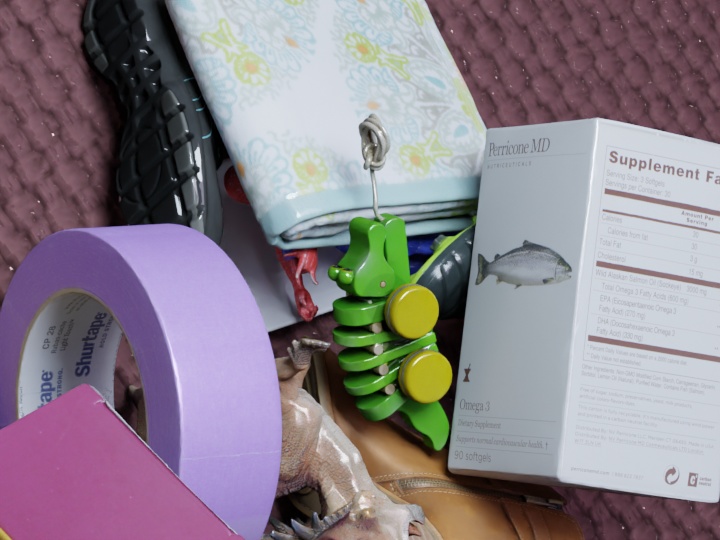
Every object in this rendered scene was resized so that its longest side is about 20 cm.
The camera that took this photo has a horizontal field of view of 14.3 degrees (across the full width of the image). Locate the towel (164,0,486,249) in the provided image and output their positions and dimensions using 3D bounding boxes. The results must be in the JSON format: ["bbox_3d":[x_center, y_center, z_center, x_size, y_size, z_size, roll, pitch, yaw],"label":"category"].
[{"bbox_3d":[-0.011,-0.098,1.694,0.199,0.048,0.172,-6,62,-45],"label":"towel"}]

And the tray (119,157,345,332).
[{"bbox_3d":[-0.054,-0.019,1.738,0.199,0.022,0.108,-18,86,-38],"label":"tray"}]

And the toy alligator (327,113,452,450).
[{"bbox_3d":[0.006,0.015,1.608,0.054,0.059,0.201,-21,110,-23],"label":"toy alligator"}]

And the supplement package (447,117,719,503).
[{"bbox_3d":[0.136,0.024,1.623,0.117,0.117,0.201,10,84,-30],"label":"supplement package"}]

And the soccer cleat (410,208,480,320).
[{"bbox_3d":[0.108,0.002,1.708,0.199,0.068,0.081,-15,56,-46],"label":"soccer cleat"}]

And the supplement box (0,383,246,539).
[{"bbox_3d":[-0.149,0.179,1.429,0.131,0.200,0.103,43,47,21],"label":"supplement box"}]

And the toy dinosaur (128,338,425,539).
[{"bbox_3d":[-0.065,0.104,1.587,0.086,0.199,0.136,13,83,-61],"label":"toy dinosaur"}]

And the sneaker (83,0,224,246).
[{"bbox_3d":[-0.101,-0.090,1.679,0.079,0.075,0.201,11,55,-41],"label":"sneaker"}]

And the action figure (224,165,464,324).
[{"bbox_3d":[0.000,0.000,1.713,0.199,0.065,0.099,26,52,-27],"label":"action figure"}]

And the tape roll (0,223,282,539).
[{"bbox_3d":[-0.124,0.076,1.542,0.065,0.200,0.201,-3,76,-37],"label":"tape roll"}]

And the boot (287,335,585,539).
[{"bbox_3d":[0.040,0.122,1.684,0.154,0.074,0.201,2,46,-26],"label":"boot"}]
